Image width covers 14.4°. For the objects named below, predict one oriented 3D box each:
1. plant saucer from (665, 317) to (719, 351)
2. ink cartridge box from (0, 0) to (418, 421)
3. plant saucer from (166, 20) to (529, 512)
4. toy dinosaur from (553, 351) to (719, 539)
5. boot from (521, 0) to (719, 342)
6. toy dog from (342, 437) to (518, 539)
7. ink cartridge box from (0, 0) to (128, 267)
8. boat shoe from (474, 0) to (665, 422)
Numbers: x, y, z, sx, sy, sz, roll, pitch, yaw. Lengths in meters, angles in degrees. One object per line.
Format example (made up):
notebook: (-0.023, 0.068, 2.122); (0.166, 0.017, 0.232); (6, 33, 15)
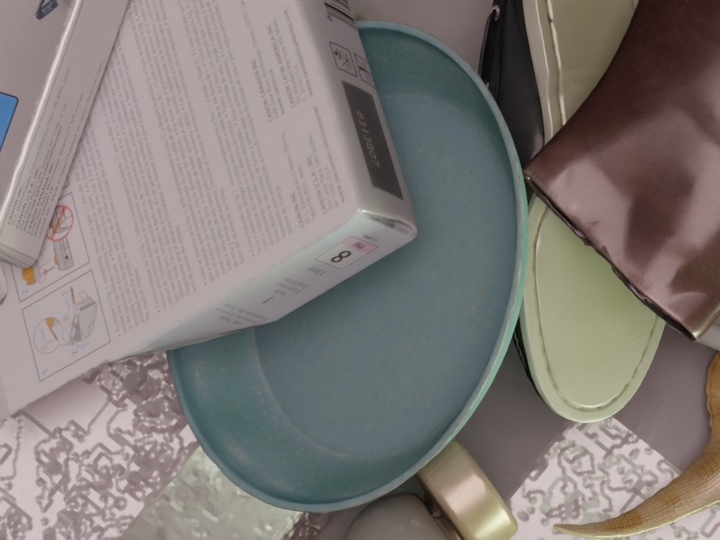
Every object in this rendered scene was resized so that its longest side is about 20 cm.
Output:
plant saucer: (0.183, -0.062, 1.170); (0.200, 0.050, 0.200); (-1, 88, 24)
ink cartridge box: (-0.085, -0.042, 1.163); (0.200, 0.057, 0.163); (-32, 60, 28)
plant saucer: (0.000, 0.000, 1.149); (0.200, 0.036, 0.200); (-12, 73, 42)
toy dinosaur: (0.180, 0.072, 1.183); (0.200, 0.058, 0.101); (-44, 71, -11)
boot: (0.124, -0.094, 1.105); (0.166, 0.072, 0.200); (-41, 85, -2)
toy dog: (0.046, 0.161, 1.165); (0.132, 0.096, 0.200); (-16, 99, -3)
ink cartridge box: (-0.182, -0.121, 1.175); (0.176, 0.045, 0.200); (17, 85, 23)
boat shoe: (0.078, -0.038, 1.159); (0.074, 0.066, 0.200); (-6, 90, -28)
